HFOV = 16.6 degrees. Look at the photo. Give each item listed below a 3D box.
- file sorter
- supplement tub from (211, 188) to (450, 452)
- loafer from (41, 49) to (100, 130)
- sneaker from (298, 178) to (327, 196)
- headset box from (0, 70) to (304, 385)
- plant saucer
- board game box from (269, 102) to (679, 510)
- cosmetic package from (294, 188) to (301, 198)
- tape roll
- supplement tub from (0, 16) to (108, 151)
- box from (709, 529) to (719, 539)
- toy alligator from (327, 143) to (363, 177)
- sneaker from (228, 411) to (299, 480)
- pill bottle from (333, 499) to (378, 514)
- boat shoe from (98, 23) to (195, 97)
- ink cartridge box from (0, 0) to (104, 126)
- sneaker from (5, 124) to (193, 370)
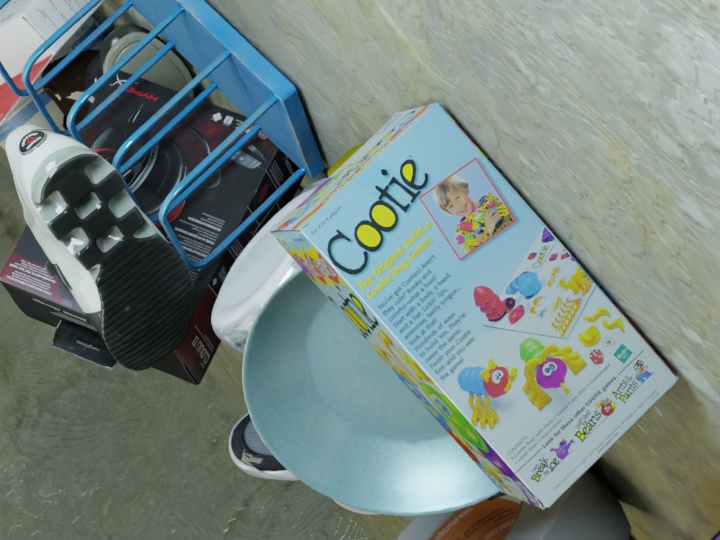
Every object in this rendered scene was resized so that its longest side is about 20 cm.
[{"bbox_3d":[-0.142,-0.119,1.653,0.200,0.123,0.139,44,171,19],"label":"file sorter"},{"bbox_3d":[0.011,0.050,1.619,0.200,0.123,0.122,39,174,-16],"label":"supplement tub"},{"bbox_3d":[-0.199,-0.129,1.970,0.071,0.073,0.200,12,162,18],"label":"loafer"},{"bbox_3d":[0.000,0.000,1.750,0.118,0.074,0.200,16,156,-11],"label":"sneaker"},{"bbox_3d":[-0.150,-0.023,1.744,0.148,0.201,0.075,21,163,19],"label":"headset box"},{"bbox_3d":[0.027,0.061,1.531,0.201,0.201,0.039,50,-157,-21],"label":"plant saucer"},{"bbox_3d":[0.060,0.019,1.345,0.200,0.105,0.103,49,172,-8],"label":"board game box"},{"bbox_3d":[-0.068,0.000,1.878,0.200,0.113,0.081,49,171,2],"label":"cosmetic package"},{"bbox_3d":[0.094,0.212,1.741,0.066,0.200,0.200,49,171,-16],"label":"tape roll"},{"bbox_3d":[-0.303,-0.206,2.025,0.200,0.132,0.132,49,171,-12],"label":"supplement tub"},{"bbox_3d":[0.260,0.259,1.458,0.122,0.106,0.200,37,167,52],"label":"box"},{"bbox_3d":[0.012,-0.039,1.488,0.059,0.054,0.200,48,172,-11],"label":"toy alligator"},{"bbox_3d":[-0.018,0.083,1.754,0.114,0.199,0.076,47,-153,-55],"label":"sneaker"},{"bbox_3d":[-0.005,0.118,1.985,0.116,0.116,0.200,49,-178,-17],"label":"pill bottle"},{"bbox_3d":[-0.162,-0.129,1.879,0.068,0.072,0.200,49,174,28],"label":"boat shoe"},{"bbox_3d":[-0.295,-0.143,1.850,0.200,0.176,0.045,-24,114,43],"label":"ink cartridge box"},{"bbox_3d":[-0.173,-0.021,1.615,0.088,0.074,0.200,38,158,44],"label":"sneaker"}]
